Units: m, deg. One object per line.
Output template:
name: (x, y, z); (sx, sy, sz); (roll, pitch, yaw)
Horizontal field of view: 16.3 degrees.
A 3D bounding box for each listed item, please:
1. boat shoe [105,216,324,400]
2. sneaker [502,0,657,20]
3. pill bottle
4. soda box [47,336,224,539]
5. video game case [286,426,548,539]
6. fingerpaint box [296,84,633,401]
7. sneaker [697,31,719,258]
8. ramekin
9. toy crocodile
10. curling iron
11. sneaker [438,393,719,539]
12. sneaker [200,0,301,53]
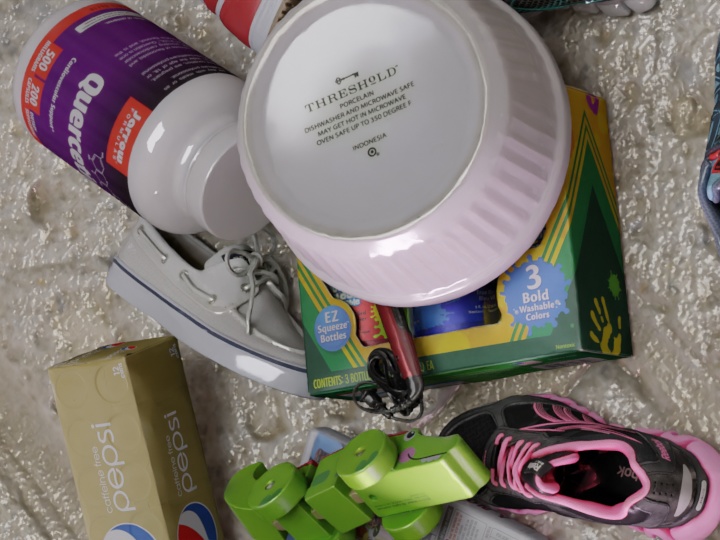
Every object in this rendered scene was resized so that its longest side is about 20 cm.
boat shoe: (-0.083, 0.011, 1.671); (0.202, 0.075, 0.086); (32, 103, 40)
sneaker: (0.089, -0.190, 1.567); (0.200, 0.091, 0.078); (-11, 78, 31)
pill bottle: (-0.136, -0.097, 1.674); (0.200, 0.112, 0.113); (34, 103, 40)
soda box: (-0.141, 0.148, 1.662); (0.068, 0.064, 0.200); (-9, 97, 31)
video game case: (0.015, 0.225, 1.601); (0.182, 0.023, 0.200); (24, 104, 32)
fingerpaint box: (0.059, -0.015, 1.578); (0.200, 0.073, 0.167); (-10, 79, 31)
sneaker: (0.238, -0.061, 1.456); (0.079, 0.095, 0.200); (-12, 78, 30)
ramekin: (0.019, -0.084, 1.497); (0.202, 0.094, 0.203); (-4, 79, 22)
toy crocodile: (-0.005, 0.134, 1.559); (0.200, 0.068, 0.062); (-21, 33, 40)
curling iron: (0.000, 0.000, 1.555); (0.050, 0.026, 0.200); (-23, 73, 28)
sneaker: (0.117, 0.116, 1.512); (0.200, 0.095, 0.079); (6, 90, 39)
sneaker: (-0.049, -0.249, 1.674); (0.112, 0.071, 0.200); (37, 106, 27)
